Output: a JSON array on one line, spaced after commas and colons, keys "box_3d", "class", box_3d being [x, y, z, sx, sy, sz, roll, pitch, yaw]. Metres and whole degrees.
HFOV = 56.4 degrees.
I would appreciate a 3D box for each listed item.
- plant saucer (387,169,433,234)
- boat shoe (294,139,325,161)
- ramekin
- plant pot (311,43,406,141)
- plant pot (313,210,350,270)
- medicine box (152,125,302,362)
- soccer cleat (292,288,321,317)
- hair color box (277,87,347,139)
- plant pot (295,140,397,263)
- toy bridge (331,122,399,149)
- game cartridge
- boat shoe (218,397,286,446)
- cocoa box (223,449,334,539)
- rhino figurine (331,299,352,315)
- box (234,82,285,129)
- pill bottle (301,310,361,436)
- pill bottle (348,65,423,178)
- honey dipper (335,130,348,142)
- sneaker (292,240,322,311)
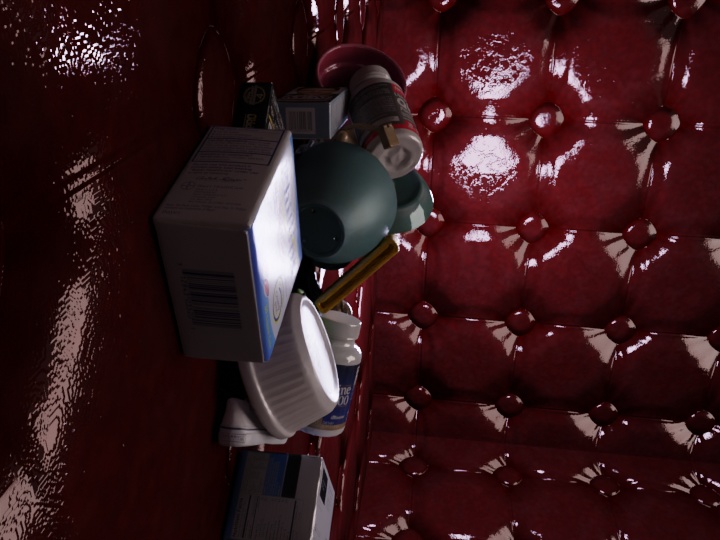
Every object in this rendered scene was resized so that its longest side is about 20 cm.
[{"box_3d": [0.040, -0.149, 1.223, 0.036, 0.196, 0.202, 99, 0, -48], "class": "plant saucer"}, {"box_3d": [-0.104, -0.211, 1.254, 0.067, 0.057, 0.200, -50, -175, 23], "class": "boat shoe"}, {"box_3d": [-0.098, 0.127, 0.955, 0.202, 0.092, 0.206, -18, 91, -83], "class": "ramekin"}, {"box_3d": [-0.015, -0.342, 1.426, 0.180, 0.196, 0.203, 111, -11, -56], "class": "plant pot"}, {"box_3d": [-0.038, -0.105, 1.318, 0.189, 0.196, 0.203, -58, 154, -50], "class": "plant pot"}, {"box_3d": [-0.137, -0.034, 0.758, 0.202, 0.101, 0.185, -78, 169, -51], "class": "medicine box"}, {"box_3d": [-0.099, 0.121, 1.109, 0.068, 0.080, 0.203, 48, 21, -52], "class": "soccer cleat"}, {"box_3d": [-0.082, -0.273, 1.152, 0.201, 0.097, 0.062, -72, 163, -68], "class": "hair color box"}, {"box_3d": [-0.050, -0.091, 1.095, 0.135, 0.196, 0.204, -60, 154, -58], "class": "plant pot"}, {"box_3d": [-0.016, -0.212, 1.151, 0.027, 0.198, 0.068, -23, 94, -40], "class": "toy bridge"}, {"box_3d": [0.000, 0.000, 1.225, 0.033, 0.176, 0.200, 49, 7, -1], "class": "game cartridge"}, {"box_3d": [-0.145, 0.212, 0.963, 0.200, 0.072, 0.068, 62, 33, -78], "class": "boat shoe"}, {"box_3d": [-0.119, 0.376, 1.039, 0.201, 0.128, 0.136, 84, 12, -58], "class": "cocoa box"}, {"box_3d": [-0.073, 0.107, 1.372, 0.199, 0.059, 0.089, -21, -110, 60], "class": "rhino figurine"}, {"box_3d": [-0.137, -0.138, 0.955, 0.201, 0.048, 0.164, 81, 11, -66], "class": "box"}, {"box_3d": [-0.059, 0.180, 1.193, 0.111, 0.109, 0.204, -48, 152, -80], "class": "pill bottle"}, {"box_3d": [0.038, -0.276, 1.223, 0.112, 0.108, 0.203, 85, -8, -57], "class": "pill bottle"}, {"box_3d": [-0.073, -0.157, 1.168, 0.201, 0.038, 0.038, -56, -168, 32], "class": "honey dipper"}, {"box_3d": [-0.104, 0.030, 1.250, 0.104, 0.059, 0.204, -99, 178, -80], "class": "sneaker"}]
